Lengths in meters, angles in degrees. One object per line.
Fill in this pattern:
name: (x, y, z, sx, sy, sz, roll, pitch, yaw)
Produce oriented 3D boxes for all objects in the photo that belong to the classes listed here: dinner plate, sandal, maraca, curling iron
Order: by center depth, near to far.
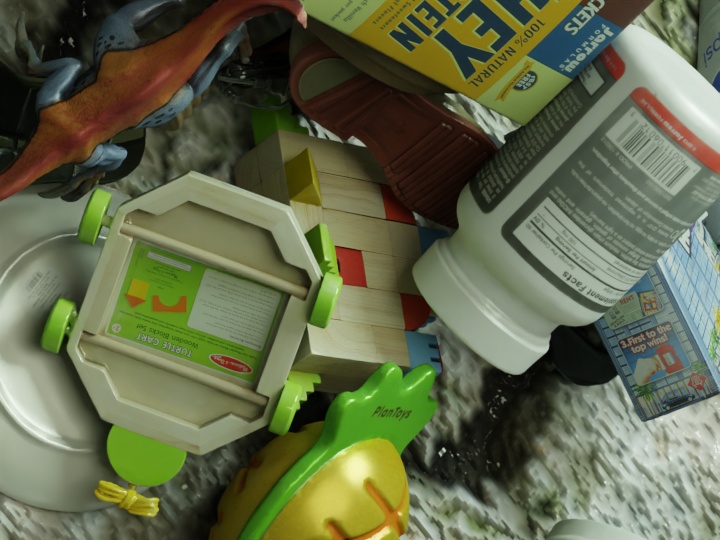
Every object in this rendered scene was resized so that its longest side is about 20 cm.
sandal: (-0.213, -0.085, 1.551, 0.201, 0.057, 0.080, 10, 90, -48)
dinner plate: (-0.169, 0.044, 1.579, 0.200, 0.024, 0.200, 5, 81, -31)
maraca: (-0.020, 0.138, 1.584, 0.200, 0.107, 0.137, -58, 156, 14)
curling iron: (-0.022, -0.144, 1.668, 0.200, 0.050, 0.026, -34, 142, -48)

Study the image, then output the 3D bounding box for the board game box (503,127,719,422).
board game box: (0.175, -0.039, 1.713, 0.200, 0.062, 0.200, 58, 27, -19)

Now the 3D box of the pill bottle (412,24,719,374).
pill bottle: (0.131, -0.040, 1.581, 0.116, 0.116, 0.200, 37, 108, -23)

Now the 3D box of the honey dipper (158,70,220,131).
honey dipper: (-0.074, -0.170, 1.656, 0.038, 0.038, 0.200, 45, 61, -19)

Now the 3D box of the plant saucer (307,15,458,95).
plant saucer: (-0.004, -0.177, 1.586, 0.200, 0.029, 0.200, 37, 25, -20)

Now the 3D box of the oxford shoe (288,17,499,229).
oxford shoe: (0.032, -0.097, 1.626, 0.200, 0.070, 0.075, 42, 25, -36)

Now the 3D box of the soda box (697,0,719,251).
soda box: (0.278, -0.110, 1.848, 0.068, 0.063, 0.200, 10, 79, -30)

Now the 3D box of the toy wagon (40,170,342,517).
toy wagon: (-0.107, 0.045, 1.545, 0.155, 0.040, 0.200, 20, 100, -1)

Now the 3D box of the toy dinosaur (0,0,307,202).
toy dinosaur: (-0.154, -0.103, 1.463, 0.181, 0.200, 0.105, -43, 100, -24)

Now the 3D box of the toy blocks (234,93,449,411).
toy blocks: (0.000, 0.000, 1.643, 0.137, 0.100, 0.200, 10, 60, -36)

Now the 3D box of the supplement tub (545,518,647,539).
supplement tub: (0.131, 0.273, 1.663, 0.145, 0.145, 0.200, 40, 65, -21)

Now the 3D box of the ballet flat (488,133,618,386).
ballet flat: (0.125, -0.013, 1.739, 0.073, 0.073, 0.200, -38, 104, -29)

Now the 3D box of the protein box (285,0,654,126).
protein box: (0.043, -0.225, 1.533, 0.200, 0.135, 0.199, 24, 33, -40)
